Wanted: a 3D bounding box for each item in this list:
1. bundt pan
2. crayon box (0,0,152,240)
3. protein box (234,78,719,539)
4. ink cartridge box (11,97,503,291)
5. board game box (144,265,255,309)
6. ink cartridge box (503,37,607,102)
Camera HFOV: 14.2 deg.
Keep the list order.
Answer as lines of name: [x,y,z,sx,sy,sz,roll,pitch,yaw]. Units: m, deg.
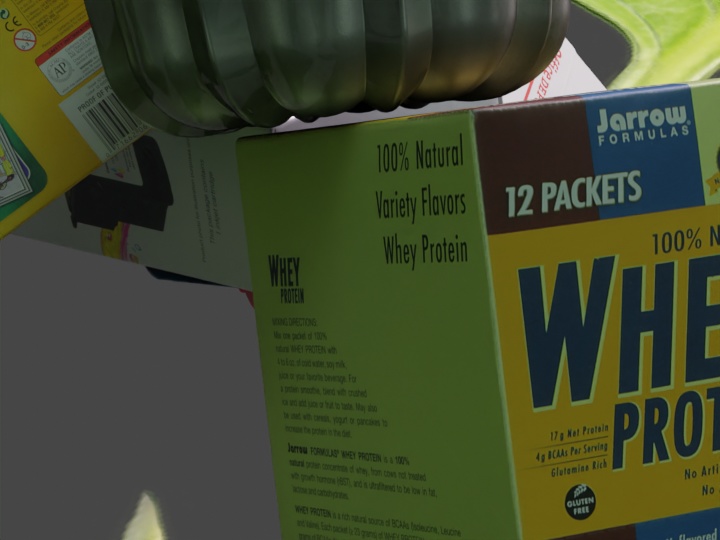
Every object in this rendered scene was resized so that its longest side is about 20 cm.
bundt pan: [-0.010,-0.095,1.106,0.202,0.076,0.202,-7,2,0]
crayon box: [-0.187,-0.061,1.208,0.200,0.119,0.058,-36,10,3]
protein box: [0.063,0.037,1.088,0.135,0.200,0.198,-8,3,-27]
ink cartridge box: [-0.054,-0.060,1.322,0.200,0.083,0.146,12,27,43]
board game box: [0.000,0.000,1.326,0.200,0.039,0.158,4,21,29]
ink cartridge box: [0.041,-0.111,1.445,0.200,0.068,0.116,48,30,-16]
